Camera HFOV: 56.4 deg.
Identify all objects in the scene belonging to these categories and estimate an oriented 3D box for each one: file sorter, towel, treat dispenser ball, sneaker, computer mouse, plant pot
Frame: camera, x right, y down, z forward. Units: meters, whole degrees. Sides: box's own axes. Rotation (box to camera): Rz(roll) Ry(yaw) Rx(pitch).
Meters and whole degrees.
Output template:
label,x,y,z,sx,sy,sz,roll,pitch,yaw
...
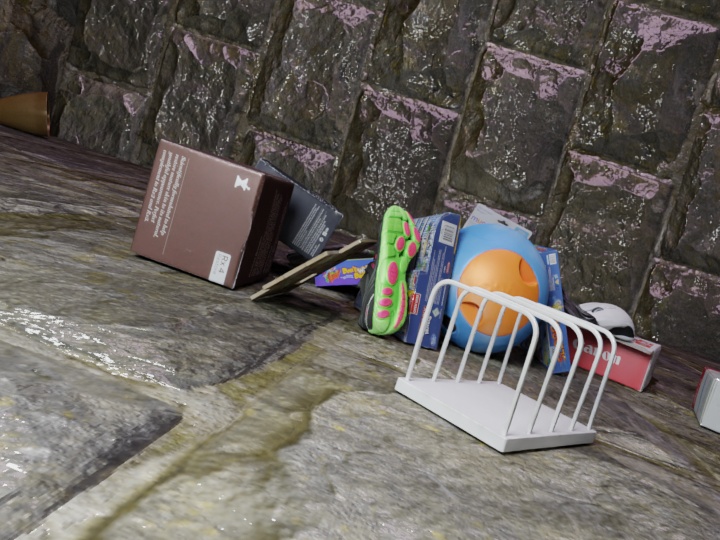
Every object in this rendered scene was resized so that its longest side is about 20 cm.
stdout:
label,x,y,z,sx,sy,sz,roll,pitch,yaw
file sorter,0.162,0.096,0.703,0.137,0.128,0.198,23,7,43
towel,-0.061,-0.029,1.477,0.145,0.032,0.199,-5,-4,18
treat dispenser ball,0.201,0.028,1.075,0.196,0.206,0.201,17,6,-2
sneaker,0.032,-0.005,0.969,0.076,0.204,0.083,32,-31,-32
computer mouse,0.434,0.078,1.217,0.197,0.045,0.110,16,23,-34
plant pot,-1.437,-0.674,2.862,0.195,0.192,0.186,0,12,-21

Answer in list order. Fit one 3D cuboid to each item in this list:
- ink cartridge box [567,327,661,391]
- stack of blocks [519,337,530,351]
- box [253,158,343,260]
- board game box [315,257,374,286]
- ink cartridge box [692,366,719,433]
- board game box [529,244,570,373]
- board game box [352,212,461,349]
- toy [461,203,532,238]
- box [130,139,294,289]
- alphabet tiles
label,x,y,z,sx,sy,sz,roll,pitch,yaw
ink cartridge box,0.468,0.156,1.314,0.197,0.086,0.174,21,8,29
stack of blocks,0.271,0.051,1.280,0.197,0.117,0.059,31,18,1
box,-0.137,-0.118,1.273,0.180,0.105,0.200,34,4,-8
board game box,0.000,0.000,1.299,0.131,0.046,0.200,-3,1,11
ink cartridge box,0.648,0.234,1.129,0.143,0.085,0.199,21,6,23
board game box,0.320,0.062,1.174,0.034,0.206,0.135,-8,6,0
board game box,0.064,0.012,1.063,0.060,0.205,0.199,15,-8,-26
toy,0.208,-0.004,1.198,0.113,0.202,0.048,25,29,-10
box,-0.214,-0.084,1.018,0.161,0.170,0.200,19,5,5
alphabet tiles,-0.064,-0.003,0.948,0.008,0.164,0.200,62,11,3
